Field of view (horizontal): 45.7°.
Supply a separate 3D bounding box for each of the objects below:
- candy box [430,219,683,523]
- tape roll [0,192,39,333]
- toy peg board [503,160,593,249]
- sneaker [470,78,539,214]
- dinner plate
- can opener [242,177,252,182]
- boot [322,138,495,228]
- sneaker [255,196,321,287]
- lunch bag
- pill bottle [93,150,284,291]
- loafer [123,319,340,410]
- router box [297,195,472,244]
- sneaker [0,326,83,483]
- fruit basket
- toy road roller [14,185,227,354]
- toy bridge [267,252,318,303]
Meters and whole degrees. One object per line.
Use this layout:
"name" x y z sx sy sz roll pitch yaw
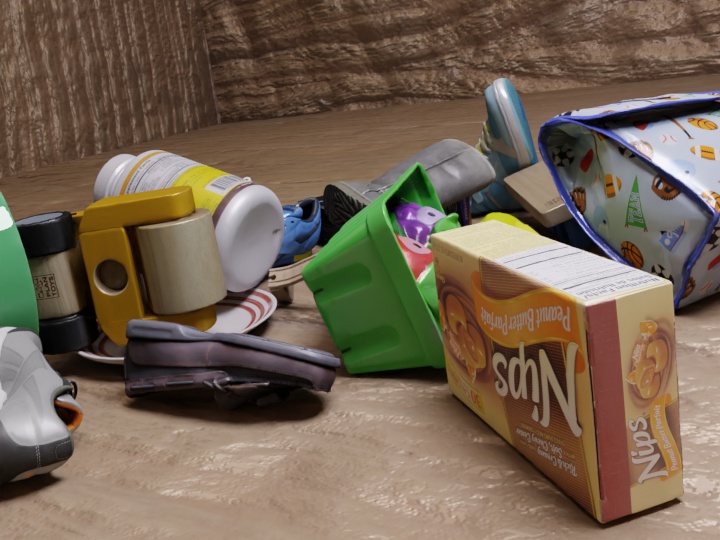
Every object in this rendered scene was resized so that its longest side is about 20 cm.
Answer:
"candy box" 0.107 0.046 0.509 0.054 0.118 0.200 -13 15 -15
"tape roll" -0.356 0.001 0.778 0.048 0.205 0.198 -19 18 -37
"toy peg board" 0.286 -0.082 0.962 0.196 0.099 0.200 -24 15 4
"sneaker" 0.158 -0.145 1.091 0.128 0.202 0.081 -12 44 17
"dinner plate" -0.176 0.055 0.821 0.195 0.025 0.201 -9 16 3
"can opener" -0.144 -0.073 1.041 0.053 0.066 0.200 -44 -14 -7
"boot" 0.078 -0.075 0.969 0.197 0.074 0.182 -16 47 -34
"sneaker" -0.112 -0.038 0.990 0.065 0.080 0.199 32 32 20
"lunch bag" 0.275 -0.087 0.752 0.167 0.126 0.201 -14 45 -28
"pill bottle" -0.184 -0.059 0.894 0.197 0.112 0.109 21 28 27
"loafer" -0.103 0.080 0.652 0.196 0.065 0.072 6 -10 31
"router box" 0.027 -0.072 1.106 0.154 0.054 0.199 -15 16 -24
"sneaker" -0.246 0.099 0.634 0.077 0.076 0.200 -3 19 -17
"fruit basket" 0.076 -0.008 0.704 0.212 0.158 0.216 -26 10 5
"toy road roller" -0.219 -0.011 0.803 0.195 0.126 0.146 -8 15 6
"toy bridge" 0.000 0.000 0.842 0.195 0.028 0.067 -5 -27 16
